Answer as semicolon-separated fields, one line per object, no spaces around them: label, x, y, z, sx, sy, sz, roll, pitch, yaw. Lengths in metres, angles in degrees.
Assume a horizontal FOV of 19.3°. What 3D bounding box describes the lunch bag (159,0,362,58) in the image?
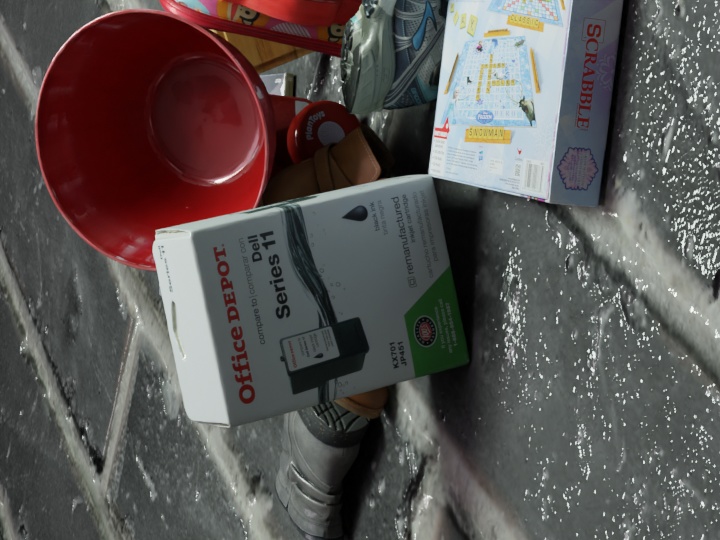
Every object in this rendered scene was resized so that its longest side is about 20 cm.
lunch bag;-0.070;-0.233;1.710;0.176;0.198;0.083;53;129;58

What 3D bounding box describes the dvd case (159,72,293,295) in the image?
dvd case;-0.125;-0.077;1.960;0.148;0.016;0.202;-1;84;39

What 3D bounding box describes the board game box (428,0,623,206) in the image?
board game box;0.114;-0.153;1.455;0.200;0.041;0.202;-160;75;-67

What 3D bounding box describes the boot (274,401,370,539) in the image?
boot;-0.052;0.126;1.773;0.201;0.069;0.133;-111;28;-53

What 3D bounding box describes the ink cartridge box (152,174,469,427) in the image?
ink cartridge box;-0.036;0.021;1.539;0.083;0.198;0.148;-2;102;66

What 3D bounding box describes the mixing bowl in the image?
mixing bowl;-0.141;-0.109;1.649;0.108;0.199;0.202;-31;-43;-64

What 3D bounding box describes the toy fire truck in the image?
toy fire truck;-0.090;-0.057;1.760;0.112;0.166;0.202;147;125;-62

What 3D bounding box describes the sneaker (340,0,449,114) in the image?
sneaker;0.040;-0.204;1.576;0.201;0.085;0.078;105;158;-45

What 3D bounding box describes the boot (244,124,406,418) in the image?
boot;0.000;0.000;1.659;0.155;0.077;0.201;-36;81;19

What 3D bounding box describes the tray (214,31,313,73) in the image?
tray;-0.100;-0.272;1.811;0.037;0.098;0.202;30;141;65
